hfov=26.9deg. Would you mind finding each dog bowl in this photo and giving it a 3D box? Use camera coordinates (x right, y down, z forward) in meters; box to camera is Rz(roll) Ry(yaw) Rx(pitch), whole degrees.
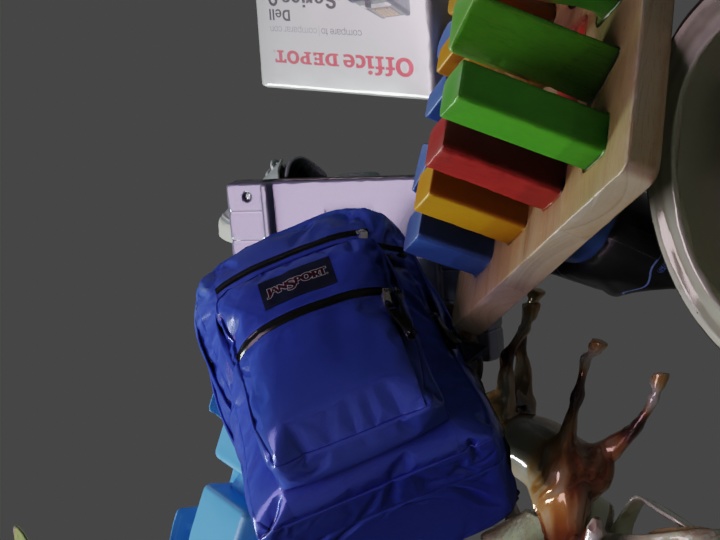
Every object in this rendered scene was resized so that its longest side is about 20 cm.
[{"bbox_3d":[0.224,-0.045,0.692,0.200,0.073,0.201,28,124,53],"label":"dog bowl"},{"bbox_3d":[-0.073,0.150,1.037,0.111,0.049,0.201,19,92,58],"label":"dog bowl"}]

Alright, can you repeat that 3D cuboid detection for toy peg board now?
[{"bbox_3d":[0.074,-0.103,0.804,0.199,0.097,0.201,132,154,-58],"label":"toy peg board"}]

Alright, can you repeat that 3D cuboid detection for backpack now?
[{"bbox_3d":[-0.009,0.057,0.893,0.168,0.162,0.201,76,175,-50],"label":"backpack"}]

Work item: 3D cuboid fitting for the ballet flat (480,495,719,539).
[{"bbox_3d":[0.151,0.165,0.912,0.200,0.067,0.063,5,75,55],"label":"ballet flat"}]

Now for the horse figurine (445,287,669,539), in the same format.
[{"bbox_3d":[0.109,0.091,0.922,0.200,0.050,0.133,37,112,52],"label":"horse figurine"}]

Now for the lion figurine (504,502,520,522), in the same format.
[{"bbox_3d":[0.054,0.152,1.060,0.200,0.072,0.123,-53,43,34],"label":"lion figurine"}]

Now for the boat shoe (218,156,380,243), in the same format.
[{"bbox_3d":[-0.042,-0.051,1.153,0.200,0.070,0.072,5,93,54],"label":"boat shoe"}]

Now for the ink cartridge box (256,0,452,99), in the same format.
[{"bbox_3d":[0.009,-0.214,0.948,0.145,0.087,0.201,11,113,38],"label":"ink cartridge box"}]

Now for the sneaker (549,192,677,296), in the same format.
[{"bbox_3d":[0.127,-0.021,0.870,0.070,0.078,0.200,-63,14,3],"label":"sneaker"}]

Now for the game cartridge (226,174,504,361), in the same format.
[{"bbox_3d":[0.000,0.000,1.034,0.199,0.038,0.130,0,96,30],"label":"game cartridge"}]
